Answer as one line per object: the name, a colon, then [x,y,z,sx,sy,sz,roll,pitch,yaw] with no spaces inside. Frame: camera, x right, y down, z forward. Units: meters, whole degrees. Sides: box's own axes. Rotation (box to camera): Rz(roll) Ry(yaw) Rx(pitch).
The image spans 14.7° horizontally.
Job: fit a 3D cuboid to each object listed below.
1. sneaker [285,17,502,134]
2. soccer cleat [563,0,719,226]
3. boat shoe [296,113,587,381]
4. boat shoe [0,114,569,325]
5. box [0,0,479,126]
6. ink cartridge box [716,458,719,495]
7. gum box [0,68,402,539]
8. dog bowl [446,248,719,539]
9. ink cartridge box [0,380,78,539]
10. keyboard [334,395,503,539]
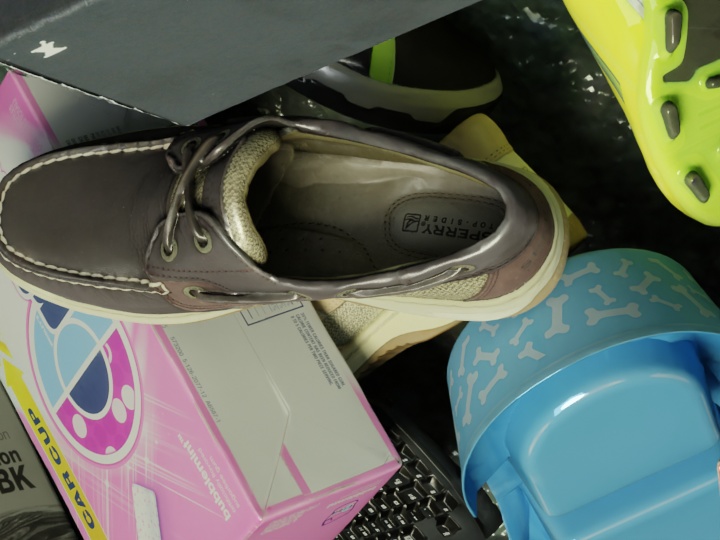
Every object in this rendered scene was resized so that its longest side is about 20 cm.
sneaker: [-0.027,-0.124,0.971,0.199,0.072,0.083,32,111,-5]
soccer cleat: [0.089,-0.108,0.947,0.201,0.065,0.084,63,164,-21]
boat shoe: [0.000,0.000,1.017,0.065,0.072,0.200,56,142,-4]
boat shoe: [-0.033,-0.021,0.916,0.199,0.065,0.072,5,74,15]
box: [-0.025,-0.177,0.852,0.199,0.124,0.198,-20,72,24]
ink cartridge box: [0.167,0.105,0.960,0.043,0.174,0.201,2,118,19]
gum box: [-0.080,0.022,1.016,0.201,0.066,0.114,60,143,16]
dog bowl: [0.092,0.063,0.986,0.111,0.050,0.200,-25,143,3]
ink cartridge box: [-0.176,0.141,1.090,0.084,0.144,0.201,-38,73,31]
keyboard: [-0.023,0.110,1.075,0.104,0.040,0.200,43,146,-18]
